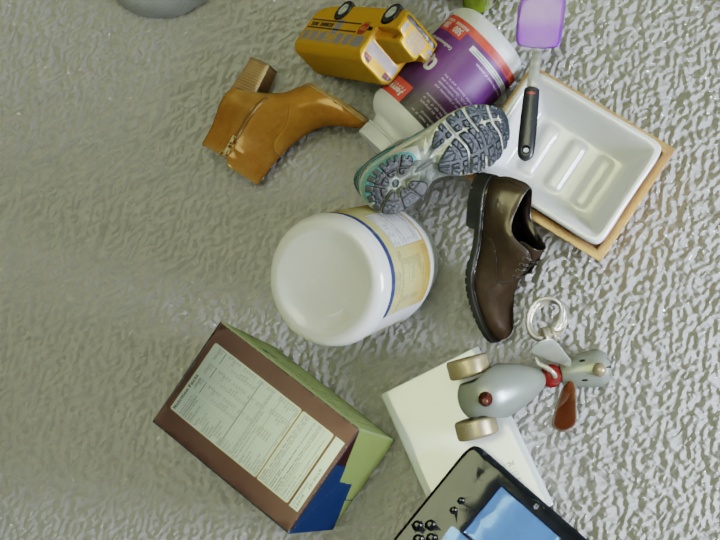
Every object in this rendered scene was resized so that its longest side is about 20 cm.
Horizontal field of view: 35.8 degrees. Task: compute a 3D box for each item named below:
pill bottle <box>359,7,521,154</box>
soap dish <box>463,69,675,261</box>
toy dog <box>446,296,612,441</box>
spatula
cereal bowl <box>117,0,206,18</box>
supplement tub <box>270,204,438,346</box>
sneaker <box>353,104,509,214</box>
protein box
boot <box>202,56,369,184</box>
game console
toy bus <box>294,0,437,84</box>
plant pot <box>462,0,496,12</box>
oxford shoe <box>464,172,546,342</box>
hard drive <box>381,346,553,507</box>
[{"bbox_3d":[0.094,-0.214,1.357,0.200,0.112,0.112,-45,73,0],"label":"pill bottle"},{"bbox_3d":[0.243,-0.124,1.321,0.199,0.081,0.158,34,88,17],"label":"soap dish"},{"bbox_3d":[0.188,0.125,1.250,0.199,0.096,0.133,-34,93,-6],"label":"toy dog"},{"bbox_3d":[0.201,-0.226,1.299,0.056,0.021,0.202,6,79,14],"label":"spatula"},{"bbox_3d":[-0.273,-0.449,1.507,0.198,0.083,0.203,-2,79,13],"label":"cereal bowl"},{"bbox_3d":[0.000,0.000,1.275,0.143,0.200,0.146,3,98,23],"label":"supplement tub"},{"bbox_3d":[0.077,-0.139,1.282,0.198,0.086,0.078,-26,113,-14],"label":"sneaker"},{"bbox_3d":[-0.093,0.183,1.274,0.199,0.199,0.135,36,88,17],"label":"protein box"},{"bbox_3d":[-0.097,-0.173,1.424,0.200,0.071,0.145,26,92,20],"label":"boot"},{"bbox_3d":[0.147,0.327,1.257,0.200,0.031,0.177,40,94,6],"label":"game console"},{"bbox_3d":[0.004,-0.277,1.360,0.079,0.065,0.199,-54,35,-9],"label":"toy bus"},{"bbox_3d":[0.124,-0.442,1.360,0.181,0.199,0.201,34,87,10],"label":"plant pot"},{"bbox_3d":[0.168,-0.007,1.283,0.084,0.072,0.202,10,114,32],"label":"oxford shoe"},{"bbox_3d":[0.123,0.209,1.309,0.131,0.026,0.202,-27,74,7],"label":"hard drive"}]
